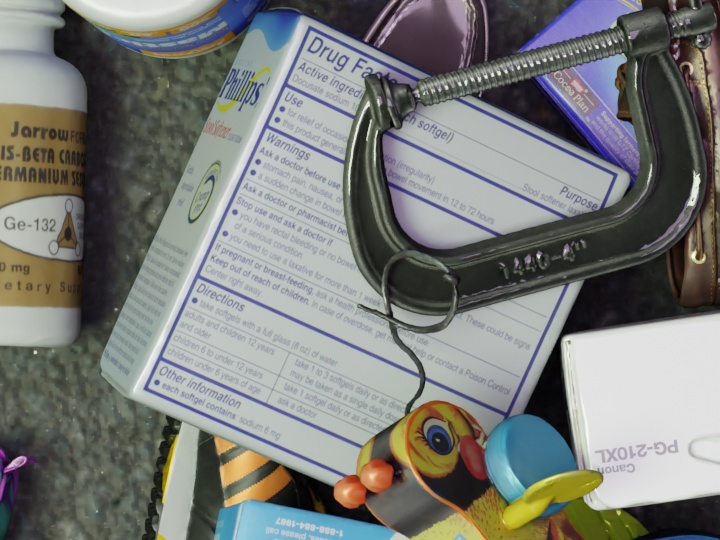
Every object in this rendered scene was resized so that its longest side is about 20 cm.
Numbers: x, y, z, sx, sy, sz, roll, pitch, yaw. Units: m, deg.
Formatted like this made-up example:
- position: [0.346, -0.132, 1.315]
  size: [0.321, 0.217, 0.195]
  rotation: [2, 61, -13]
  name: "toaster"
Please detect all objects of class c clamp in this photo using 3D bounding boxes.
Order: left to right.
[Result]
- position: [0.079, -0.072, 1.338]
  size: [0.200, 0.027, 0.171]
  rotation: [-21, 107, -5]
  name: "c clamp"

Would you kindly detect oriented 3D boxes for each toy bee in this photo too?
- position: [0.036, 0.104, 1.281]
  size: [0.200, 0.109, 0.131]
  rotation: [42, 126, 18]
  name: "toy bee"

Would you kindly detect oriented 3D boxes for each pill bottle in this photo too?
- position: [-0.195, -0.062, 1.462]
  size: [0.114, 0.114, 0.200]
  rotation: [1, 89, 3]
  name: "pill bottle"
- position: [-0.096, -0.162, 1.415]
  size: [0.112, 0.200, 0.112]
  rotation: [0, 88, 3]
  name: "pill bottle"

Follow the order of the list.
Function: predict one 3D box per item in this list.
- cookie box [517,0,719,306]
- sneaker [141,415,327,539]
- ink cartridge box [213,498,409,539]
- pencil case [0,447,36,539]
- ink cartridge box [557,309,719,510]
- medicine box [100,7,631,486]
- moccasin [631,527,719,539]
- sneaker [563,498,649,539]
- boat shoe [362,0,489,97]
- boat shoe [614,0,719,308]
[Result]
- position: [0.208, -0.107, 1.458]
  size: [0.200, 0.075, 0.171]
  rotation: [-40, 87, 3]
  name: "cookie box"
- position: [-0.056, 0.097, 1.479]
  size: [0.090, 0.070, 0.200]
  rotation: [12, 91, -8]
  name: "sneaker"
- position: [-0.012, 0.220, 1.354]
  size: [0.144, 0.085, 0.200]
  rotation: [13, 80, -10]
  name: "ink cartridge box"
- position: [-0.274, 0.099, 1.477]
  size: [0.200, 0.085, 0.093]
  rotation: [23, 91, 3]
  name: "pencil case"
- position: [0.171, 0.062, 1.394]
  size: [0.145, 0.200, 0.084]
  rotation: [-8, 88, 3]
  name: "ink cartridge box"
- position: [0.000, 0.000, 1.397]
  size: [0.182, 0.103, 0.200]
  rotation: [25, 89, -16]
  name: "medicine box"
- position: [0.212, 0.173, 1.452]
  size: [0.200, 0.068, 0.081]
  rotation: [30, 77, -19]
  name: "moccasin"
- position: [0.056, 0.154, 1.464]
  size: [0.200, 0.084, 0.074]
  rotation: [-4, 88, -15]
  name: "sneaker"
- position: [0.011, -0.063, 1.477]
  size: [0.072, 0.060, 0.200]
  rotation: [26, 90, 3]
  name: "boat shoe"
- position: [0.157, -0.081, 1.387]
  size: [0.070, 0.070, 0.200]
  rotation: [-15, 89, -1]
  name: "boat shoe"
